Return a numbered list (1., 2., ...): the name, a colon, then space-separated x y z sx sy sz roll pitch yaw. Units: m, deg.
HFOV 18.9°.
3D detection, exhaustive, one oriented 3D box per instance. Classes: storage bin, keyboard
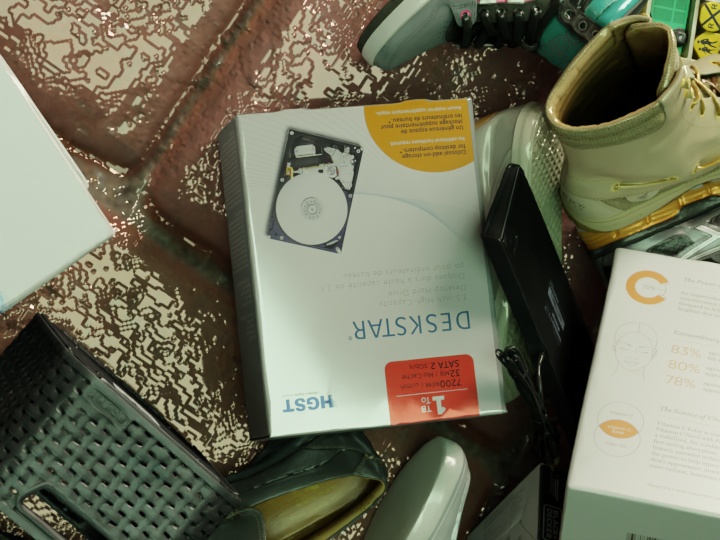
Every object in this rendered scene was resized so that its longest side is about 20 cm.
1. storage bin: -0.163 0.111 1.289 0.135 0.200 0.094 43 84 -15
2. keyboard: 0.113 0.043 1.376 0.020 0.128 0.201 -6 132 24

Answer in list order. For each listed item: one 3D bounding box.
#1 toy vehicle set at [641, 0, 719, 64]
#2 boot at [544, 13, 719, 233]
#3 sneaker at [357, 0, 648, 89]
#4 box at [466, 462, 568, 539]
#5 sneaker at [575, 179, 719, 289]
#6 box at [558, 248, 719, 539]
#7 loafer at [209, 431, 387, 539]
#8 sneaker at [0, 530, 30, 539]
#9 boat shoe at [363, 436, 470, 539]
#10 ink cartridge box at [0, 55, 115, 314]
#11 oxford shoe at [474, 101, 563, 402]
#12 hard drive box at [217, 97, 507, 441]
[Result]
1. toy vehicle set: 0.217 -0.236 1.442 0.123 0.027 0.201 7 94 -15
2. boot: 0.205 -0.115 1.345 0.199 0.156 0.073 -29 65 -1
3. sneaker: 0.108 -0.155 1.379 0.199 0.084 0.121 -33 81 -2
4. box: 0.180 0.205 1.432 0.199 0.117 0.060 18 51 -15
5. sneaker: 0.245 -0.032 1.450 0.199 0.078 0.078 -18 101 -2
6. box: 0.200 0.098 1.351 0.124 0.098 0.201 11 49 9
7. loafer: -0.071 0.168 1.380 0.200 0.072 0.073 -39 120 -6
8. sneaker: -0.256 0.227 1.343 0.201 0.077 0.147 21 100 -4
9. boat shoe: 0.036 0.209 1.420 0.068 0.072 0.201 21 90 -19
10. ink cartridge box: -0.271 -0.030 1.274 0.200 0.147 0.146 -35 103 -9
11. oxford shoe: 0.095 -0.013 1.423 0.057 0.075 0.201 10 105 29
12. hard drive box: 0.000 0.000 1.366 0.155 0.077 0.201 -6 86 -13
